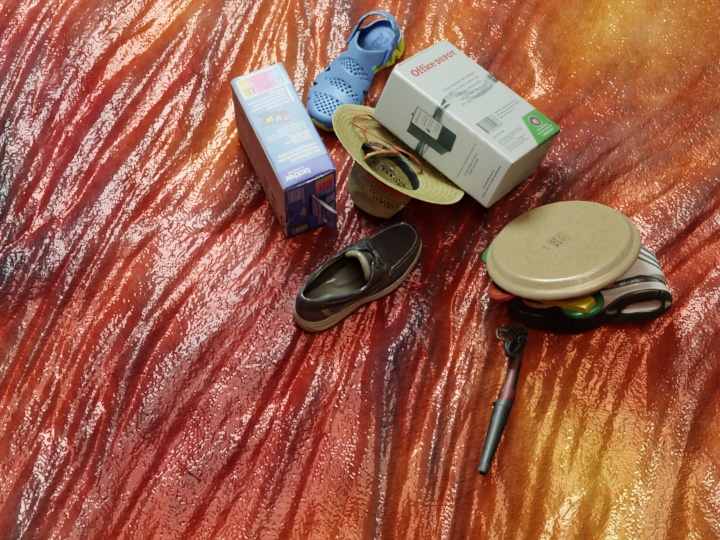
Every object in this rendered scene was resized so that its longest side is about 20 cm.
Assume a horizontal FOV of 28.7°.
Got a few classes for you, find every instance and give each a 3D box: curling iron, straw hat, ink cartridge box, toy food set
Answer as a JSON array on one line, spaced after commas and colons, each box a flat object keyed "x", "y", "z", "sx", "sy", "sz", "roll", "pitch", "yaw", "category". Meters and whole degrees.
[{"x": 0.168, "y": 0.153, "z": 1.705, "sx": 0.049, "sy": 0.025, "sz": 0.202, "roll": 32, "pitch": 63, "yaw": -32, "category": "curling iron"}, {"x": 0.029, "y": -0.117, "z": 1.784, "sx": 0.200, "sy": 0.085, "sz": 0.202, "roll": 25, "pitch": 28, "yaw": -15, "category": "straw hat"}, {"x": 0.135, "y": -0.192, "z": 1.811, "sx": 0.200, "sy": 0.083, "sz": 0.146, "roll": 40, "pitch": 39, "yaw": 13, "category": "ink cartridge box"}, {"x": -0.089, "y": -0.136, "z": 1.758, "sx": 0.076, "sy": 0.137, "sz": 0.201, "roll": -21, "pitch": 68, "yaw": -10, "category": "ink cartridge box"}, {"x": 0.245, "y": -0.019, "z": 1.727, "sx": 0.199, "sy": 0.049, "sz": 0.198, "roll": 17, "pitch": 46, "yaw": 39, "category": "toy food set"}]

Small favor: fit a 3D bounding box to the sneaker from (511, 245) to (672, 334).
[{"x": 0.285, "y": 0.012, "z": 1.777, "sx": 0.198, "sy": 0.076, "sz": 0.116, "roll": -4, "pitch": 46, "yaw": -1, "category": "sneaker"}]

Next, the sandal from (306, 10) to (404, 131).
[{"x": -0.007, "y": -0.273, "z": 1.862, "sx": 0.079, "sy": 0.087, "sz": 0.201, "roll": 29, "pitch": 67, "yaw": 6, "category": "sandal"}]

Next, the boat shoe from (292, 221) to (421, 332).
[{"x": 0.000, "y": 0.000, "z": 1.742, "sx": 0.199, "sy": 0.065, "sz": 0.072, "roll": -34, "pitch": 70, "yaw": -20, "category": "boat shoe"}]
